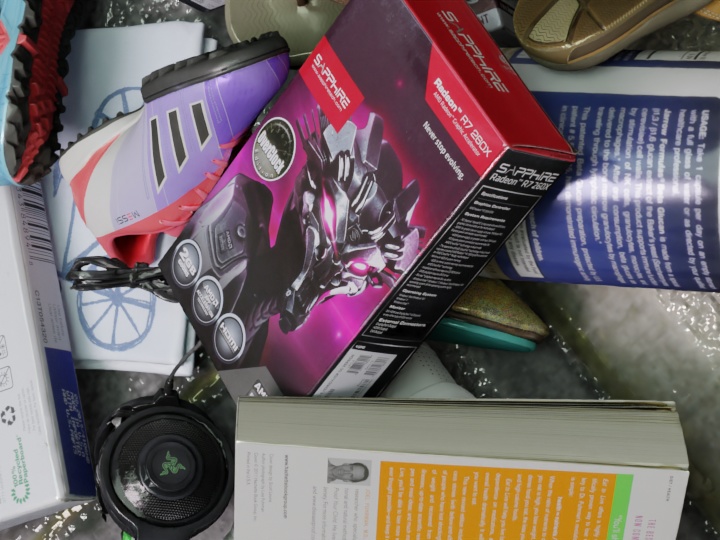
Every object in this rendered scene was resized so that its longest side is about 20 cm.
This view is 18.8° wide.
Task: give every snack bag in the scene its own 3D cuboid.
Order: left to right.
[{"bbox_3d":[-0.172,-0.038,1.187,0.199,0.021,0.189,0,84,25],"label":"snack bag"}]

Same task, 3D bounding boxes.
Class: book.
[{"bbox_3d":[0.041,0.123,0.999,0.199,0.048,0.134,2,126,-2],"label":"book"}]

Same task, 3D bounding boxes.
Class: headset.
[{"bbox_3d":[-0.113,0.096,1.087,0.094,0.123,0.201,8,91,-9],"label":"headset"}]

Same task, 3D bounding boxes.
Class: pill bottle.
[{"bbox_3d":[0.148,-0.046,1.006,0.199,0.111,0.112,4,87,23],"label":"pill bottle"}]

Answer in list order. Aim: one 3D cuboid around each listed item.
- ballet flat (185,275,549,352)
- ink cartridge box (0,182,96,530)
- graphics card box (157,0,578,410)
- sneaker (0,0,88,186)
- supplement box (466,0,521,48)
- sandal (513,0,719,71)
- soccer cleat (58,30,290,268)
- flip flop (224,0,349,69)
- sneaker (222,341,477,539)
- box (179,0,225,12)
[{"bbox_3d":[0.000,0.000,1.090,0.199,0.071,0.071,4,87,24],"label":"ballet flat"},{"bbox_3d":[-0.247,0.054,1.178,0.199,0.043,0.197,-18,76,25],"label":"ink cartridge box"},{"bbox_3d":[-0.003,-0.026,0.997,0.200,0.051,0.126,-52,54,28],"label":"graphics card box"},{"bbox_3d":[-0.202,-0.137,1.145,0.095,0.079,0.201,-1,57,12],"label":"sneaker"},{"bbox_3d":[0.008,-0.192,1.105,0.109,0.061,0.201,-20,77,20],"label":"supplement box"},{"bbox_3d":[0.161,-0.139,1.015,0.200,0.054,0.080,-31,38,-14],"label":"sandal"},{"bbox_3d":[-0.084,-0.058,1.065,0.200,0.068,0.073,-28,83,55],"label":"soccer cleat"},{"bbox_3d":[0.018,-0.156,1.031,0.199,0.058,0.081,-16,79,26],"label":"flip flop"},{"bbox_3d":[-0.014,0.104,1.079,0.200,0.081,0.088,-43,48,25],"label":"sneaker"},{"bbox_3d":[-0.121,-0.244,1.110,0.046,0.159,0.201,-21,77,18],"label":"box"}]
